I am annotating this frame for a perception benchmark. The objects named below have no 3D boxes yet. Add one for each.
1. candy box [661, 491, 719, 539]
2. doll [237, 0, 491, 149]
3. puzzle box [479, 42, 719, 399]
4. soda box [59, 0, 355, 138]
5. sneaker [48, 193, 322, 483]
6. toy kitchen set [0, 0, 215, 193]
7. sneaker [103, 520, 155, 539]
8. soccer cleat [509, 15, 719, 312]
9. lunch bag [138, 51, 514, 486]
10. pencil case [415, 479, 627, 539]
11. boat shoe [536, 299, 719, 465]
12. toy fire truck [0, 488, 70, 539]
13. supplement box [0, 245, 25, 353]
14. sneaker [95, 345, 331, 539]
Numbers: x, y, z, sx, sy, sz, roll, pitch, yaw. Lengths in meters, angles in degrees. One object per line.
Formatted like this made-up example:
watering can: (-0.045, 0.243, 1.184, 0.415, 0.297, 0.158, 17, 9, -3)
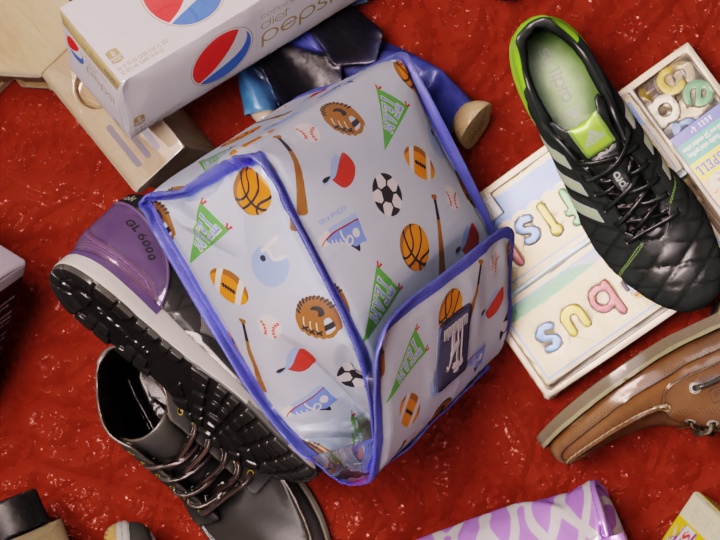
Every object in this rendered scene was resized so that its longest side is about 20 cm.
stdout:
candy box: (0.175, 0.239, 0.996, 0.026, 0.102, 0.200, 29, 98, -23)
doll: (-0.013, -0.134, 1.062, 0.200, 0.048, 0.137, 35, 88, 13)
puzzle box: (0.160, -0.029, 1.035, 0.200, 0.025, 0.133, -37, 83, 10)
soda box: (-0.079, -0.167, 1.010, 0.200, 0.064, 0.068, -34, 69, -18)
sneaker: (-0.080, 0.037, 0.986, 0.200, 0.076, 0.088, 45, 60, -14)
toy kitchen set: (-0.238, -0.080, 1.052, 0.200, 0.163, 0.181, -41, 82, 10)
sneaker: (-0.098, 0.245, 1.077, 0.088, 0.076, 0.200, -25, 88, -4)
soccer cleat: (0.145, -0.062, 0.983, 0.067, 0.081, 0.200, -33, 83, 10)
lunch bag: (0.000, 0.000, 0.964, 0.124, 0.170, 0.200, -17, 104, 41)
pencil case: (0.072, 0.195, 1.023, 0.200, 0.085, 0.084, -25, 80, 10)
boat shoe: (0.202, 0.067, 1.001, 0.200, 0.072, 0.068, -35, 82, 10)
toy fire truck: (-0.285, 0.244, 1.086, 0.200, 0.176, 0.129, -30, 82, 53)
supplement box: (-0.294, 0.055, 1.074, 0.109, 0.061, 0.200, 30, 125, 11)
sneaker: (-0.098, 0.130, 1.049, 0.075, 0.106, 0.200, -39, 82, 9)
